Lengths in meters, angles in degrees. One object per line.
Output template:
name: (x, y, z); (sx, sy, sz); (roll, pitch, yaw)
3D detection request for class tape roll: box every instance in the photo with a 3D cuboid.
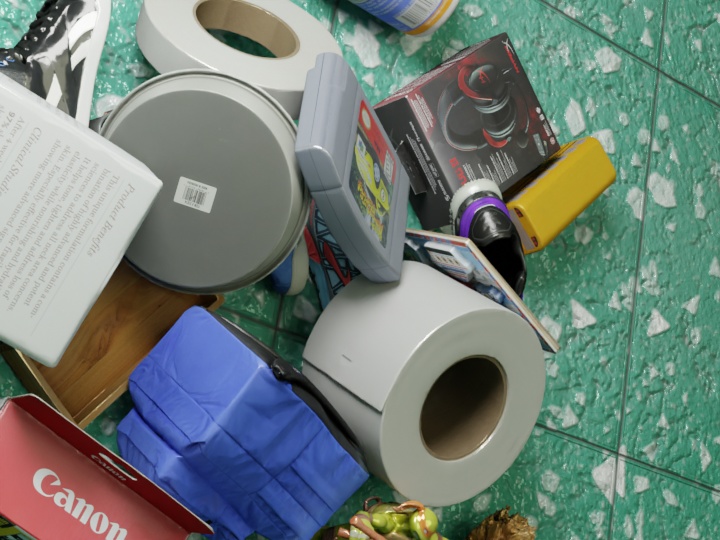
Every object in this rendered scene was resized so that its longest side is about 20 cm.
tape roll: (-0.112, -0.213, 1.353); (0.201, 0.037, 0.204); (17, 34, -12)
tape roll: (0.061, 0.107, 1.388); (0.201, 0.139, 0.205); (-14, 117, -31)

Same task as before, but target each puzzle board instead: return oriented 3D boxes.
puzzle board: (0.107, 0.018, 1.457); (0.017, 0.200, 0.151); (-46, 110, -12)

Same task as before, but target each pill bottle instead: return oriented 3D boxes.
pill bottle: (0.008, -0.335, 1.498); (0.199, 0.112, 0.113); (25, 67, -31)

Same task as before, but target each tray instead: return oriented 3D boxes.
tray: (-0.221, 0.047, 1.293); (0.200, 0.037, 0.099); (-43, 108, -34)

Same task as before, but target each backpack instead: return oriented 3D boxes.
backpack: (-0.105, 0.154, 1.282); (0.168, 0.162, 0.200); (-47, 129, -1)

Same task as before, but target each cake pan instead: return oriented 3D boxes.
cake pan: (-0.141, -0.073, 1.252); (0.202, 0.199, 0.037); (62, 9, -11)

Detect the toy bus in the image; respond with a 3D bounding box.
toy bus: (0.200, -0.072, 1.616); (0.200, 0.078, 0.065); (-40, 105, -36)

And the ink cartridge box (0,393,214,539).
ink cartridge box: (-0.245, 0.193, 1.156); (0.200, 0.175, 0.084); (41, 59, -23)

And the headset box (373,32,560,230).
headset box: (0.108, -0.147, 1.561); (0.199, 0.075, 0.150); (-35, 103, -37)

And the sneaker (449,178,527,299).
sneaker: (0.139, 0.010, 1.498); (0.069, 0.100, 0.201); (-21, 134, -4)

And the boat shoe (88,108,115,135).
boat shoe: (-0.173, -0.108, 1.346); (0.200, 0.063, 0.075); (3, 77, -39)

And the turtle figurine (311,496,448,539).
turtle figurine: (0.010, 0.245, 1.342); (0.199, 0.160, 0.065); (19, 58, -50)

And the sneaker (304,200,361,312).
sneaker: (0.000, 0.000, 1.435); (0.079, 0.095, 0.201); (-36, 103, -37)

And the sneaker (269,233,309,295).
sneaker: (-0.111, -0.046, 1.349); (0.110, 0.201, 0.077); (-14, 50, -11)

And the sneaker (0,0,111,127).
sneaker: (-0.288, -0.199, 1.265); (0.111, 0.073, 0.202); (14, 74, -37)

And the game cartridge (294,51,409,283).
game cartridge: (-0.003, -0.084, 1.313); (0.200, 0.040, 0.134); (58, 35, -48)

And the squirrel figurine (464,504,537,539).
squirrel figurine: (0.134, 0.350, 1.469); (0.185, 0.141, 0.202); (22, 54, -22)

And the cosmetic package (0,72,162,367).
cosmetic package: (-0.285, -0.057, 1.128); (0.199, 0.166, 0.168); (32, 91, -16)
